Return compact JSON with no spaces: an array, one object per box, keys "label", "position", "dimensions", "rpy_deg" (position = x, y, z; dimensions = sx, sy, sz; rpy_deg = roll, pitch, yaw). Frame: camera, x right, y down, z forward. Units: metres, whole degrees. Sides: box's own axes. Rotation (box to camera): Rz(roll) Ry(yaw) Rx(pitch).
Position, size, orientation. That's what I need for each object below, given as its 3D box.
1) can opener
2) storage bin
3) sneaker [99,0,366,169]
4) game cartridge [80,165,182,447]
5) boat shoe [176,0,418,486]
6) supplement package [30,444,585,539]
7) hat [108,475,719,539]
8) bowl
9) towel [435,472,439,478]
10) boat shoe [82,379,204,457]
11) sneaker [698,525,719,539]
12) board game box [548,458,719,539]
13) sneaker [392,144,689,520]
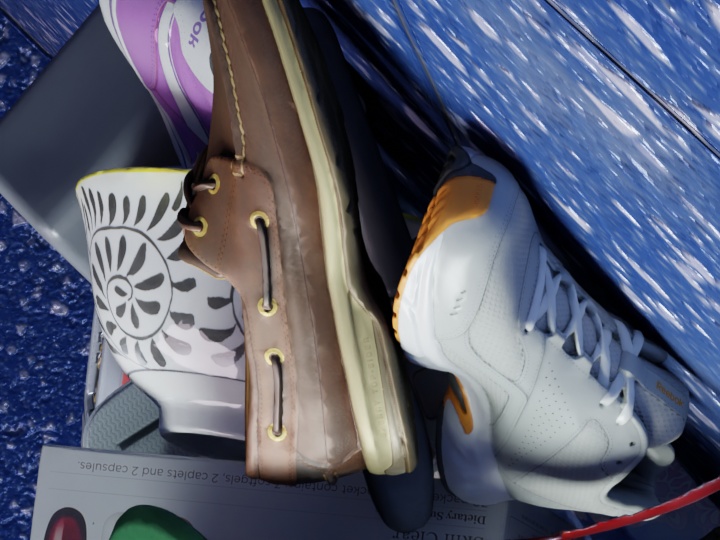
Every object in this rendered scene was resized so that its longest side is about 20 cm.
[{"label":"can opener","position":[0.000,0.000,1.086],"dimensions":[0.066,0.052,0.201],"rpy_deg":[-121,10,-66]},{"label":"storage bin","position":[-0.083,-0.039,1.428],"dimensions":[0.146,0.134,0.200],"rpy_deg":[42,177,41]},{"label":"sneaker","position":[-0.027,-0.048,1.196],"dimensions":[0.114,0.073,0.201],"rpy_deg":[38,172,43]},{"label":"game cartridge","position":[-0.061,0.025,1.395],"dimensions":[0.200,0.133,0.041],"rpy_deg":[102,156,-49]},{"label":"boat shoe","position":[-0.033,-0.019,1.014],"dimensions":[0.072,0.067,0.201],"rpy_deg":[-87,-16,-79]},{"label":"supplement package","position":[-0.022,0.144,1.218],"dimensions":[0.199,0.111,0.156],"rpy_deg":[3,169,17]},{"label":"hat","position":[0.028,0.129,1.090],"dimensions":[0.200,0.176,0.166],"rpy_deg":[30,141,49]},{"label":"bowl","position":[-0.031,0.032,1.204],"dimensions":[0.200,0.095,0.201],"rpy_deg":[12,168,3]},{"label":"towel","position":[0.032,0.143,1.357],"dimensions":[0.147,0.024,0.201],"rpy_deg":[127,133,-54]},{"label":"boat shoe","position":[-0.037,0.038,1.347],"dimensions":[0.074,0.199,0.067],"rpy_deg":[65,-174,8]},{"label":"sneaker","position":[0.170,0.141,1.083],"dimensions":[0.111,0.077,0.200],"rpy_deg":[58,-165,23]},{"label":"board game box","position":[0.148,0.167,1.295],"dimensions":[0.200,0.043,0.199],"rpy_deg":[51,164,35]},{"label":"sneaker","position":[0.071,0.025,1.038],"dimensions":[0.092,0.076,0.200],"rpy_deg":[13,154,19]}]
